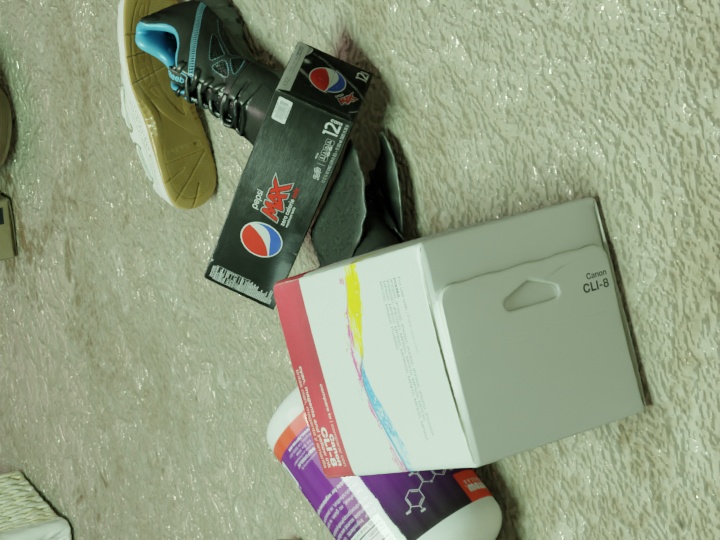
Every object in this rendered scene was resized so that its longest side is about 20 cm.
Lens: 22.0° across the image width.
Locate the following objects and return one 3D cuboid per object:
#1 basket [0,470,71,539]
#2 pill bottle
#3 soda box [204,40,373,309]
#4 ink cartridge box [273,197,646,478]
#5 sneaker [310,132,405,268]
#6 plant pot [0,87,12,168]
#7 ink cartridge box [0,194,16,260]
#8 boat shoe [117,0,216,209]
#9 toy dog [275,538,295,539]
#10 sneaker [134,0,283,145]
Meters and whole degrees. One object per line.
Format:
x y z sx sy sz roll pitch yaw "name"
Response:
-0.453 0.369 2.176 0.161 0.199 0.200 36 132 50 "basket"
0.027 0.163 1.355 0.200 0.112 0.113 52 144 17 "pill bottle"
-0.056 -0.070 1.399 0.063 0.071 0.201 23 131 -3 "soda box"
0.062 0.047 1.224 0.200 0.144 0.146 -15 90 60 "ink cartridge box"
-0.003 0.001 1.403 0.201 0.060 0.105 111 142 -48 "sneaker"
-0.437 -0.154 1.995 0.200 0.092 0.203 -6 82 53 "plant pot"
-0.506 -0.056 2.105 0.199 0.164 0.076 23 122 52 "ink cartridge box"
-0.182 -0.152 1.614 0.069 0.070 0.202 9 112 55 "boat shoe"
-0.052 0.309 1.579 0.199 0.096 0.133 2 105 59 "toy dog"
-0.109 -0.143 1.487 0.200 0.081 0.074 49 138 34 "sneaker"
